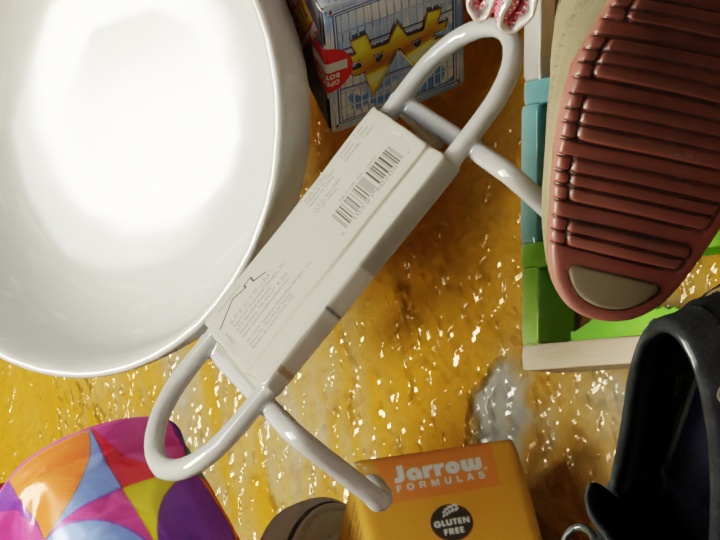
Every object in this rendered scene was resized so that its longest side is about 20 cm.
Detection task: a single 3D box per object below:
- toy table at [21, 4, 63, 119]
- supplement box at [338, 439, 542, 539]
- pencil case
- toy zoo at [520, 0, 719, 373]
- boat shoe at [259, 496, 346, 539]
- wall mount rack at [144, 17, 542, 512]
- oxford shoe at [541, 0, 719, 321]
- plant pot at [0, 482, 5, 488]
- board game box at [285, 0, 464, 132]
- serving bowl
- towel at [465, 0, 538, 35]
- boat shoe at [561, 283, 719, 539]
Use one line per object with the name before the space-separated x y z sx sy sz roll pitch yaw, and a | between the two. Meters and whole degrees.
toy table | -0.134 -0.116 1.153 0.200 0.117 0.184 53 127 44
supplement box | 0.043 0.160 0.883 0.069 0.066 0.201 93 166 -52
pencil case | -0.059 0.148 0.898 0.088 0.088 0.200 -53 54 36
toy zoo | 0.105 -0.067 0.894 0.131 0.020 0.201 -6 81 54
boat shoe | 0.010 0.184 0.951 0.086 0.074 0.203 -16 75 53
wall mount rack | 0.000 0.000 0.922 0.200 0.075 0.174 -51 27 1
oxford shoe | 0.096 -0.082 0.844 0.075 0.070 0.201 -172 98 -70
plant pot | -0.187 0.186 1.137 0.200 0.177 0.201 -11 77 54
board game box | -0.012 -0.163 0.933 0.200 0.061 0.201 140 108 -75
serving bowl | -0.097 -0.061 0.991 0.199 0.066 0.201 4 97 32
towel | 0.069 -0.188 0.885 0.200 0.030 0.147 -88 16 -57
boat shoe | 0.102 0.091 0.830 0.075 0.062 0.201 45 134 45
